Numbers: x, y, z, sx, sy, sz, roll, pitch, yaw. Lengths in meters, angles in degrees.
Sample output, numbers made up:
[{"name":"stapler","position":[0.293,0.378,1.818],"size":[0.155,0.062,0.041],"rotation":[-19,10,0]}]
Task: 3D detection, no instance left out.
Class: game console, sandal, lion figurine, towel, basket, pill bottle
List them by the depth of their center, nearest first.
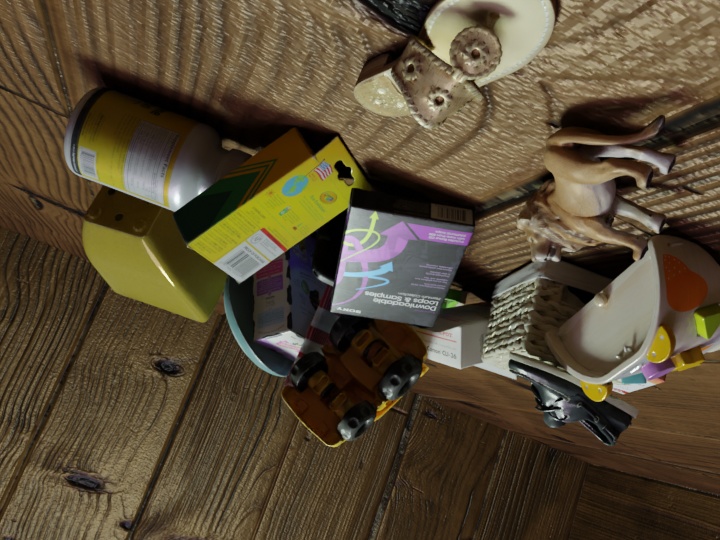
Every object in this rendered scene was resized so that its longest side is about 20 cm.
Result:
[{"name":"sandal","position":[0.053,-0.129,0.476],"size":[0.078,0.070,0.212],"rotation":[26,165,-24]},{"name":"lion figurine","position":[0.185,-0.071,0.550],"size":[0.122,0.073,0.200],"rotation":[28,158,29]},{"name":"pill bottle","position":[-0.236,-0.135,0.796],"size":[0.200,0.112,0.112],"rotation":[20,167,0]},{"name":"basket","position":[0.252,0.077,0.883],"size":[0.135,0.124,0.200],"rotation":[20,166,-2]},{"name":"game console","position":[0.000,0.000,0.989],"size":[0.200,0.176,0.116],"rotation":[26,138,-23]},{"name":"towel","position":[-0.037,0.103,1.040],"size":[0.023,0.200,0.144],"rotation":[19,172,36]}]

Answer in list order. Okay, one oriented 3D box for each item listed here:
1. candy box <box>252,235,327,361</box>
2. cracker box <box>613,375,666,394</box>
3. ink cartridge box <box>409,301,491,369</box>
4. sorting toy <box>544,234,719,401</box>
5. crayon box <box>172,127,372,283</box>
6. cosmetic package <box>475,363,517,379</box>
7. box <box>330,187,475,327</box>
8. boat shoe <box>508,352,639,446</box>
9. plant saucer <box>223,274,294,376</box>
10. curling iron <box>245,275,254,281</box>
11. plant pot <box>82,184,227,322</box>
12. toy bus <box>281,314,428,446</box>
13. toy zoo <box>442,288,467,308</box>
[{"name":"candy box","position":[-0.102,0.040,1.086],"size":[0.071,0.200,0.168],"rotation":[-17,151,21]},{"name":"cracker box","position":[0.398,0.144,1.079],"size":[0.134,0.058,0.200],"rotation":[19,167,10]},{"name":"ink cartridge box","position":[0.159,0.099,1.027],"size":[0.200,0.068,0.116],"rotation":[-7,-171,-33]},{"name":"sorting toy","position":[0.332,0.062,0.701],"size":[0.180,0.107,0.200],"rotation":[-1,148,-20]},{"name":"crayon box","position":[-0.095,-0.078,0.762],"size":[0.051,0.200,0.127],"rotation":[58,-176,27]},{"name":"cosmetic package","position":[0.207,0.130,1.248],"size":[0.200,0.085,0.108],"rotation":[16,167,15]},{"name":"box","position":[0.044,-0.008,0.812],"size":[0.143,0.036,0.200],"rotation":[9,141,-3]},{"name":"boat shoe","position":[0.243,0.157,0.785],"size":[0.199,0.066,0.074],"rotation":[27,179,-30]},{"name":"plant saucer","position":[-0.160,0.082,1.072],"size":[0.027,0.200,0.200],"rotation":[-27,148,16]},{"name":"curling iron","position":[-0.167,-0.017,1.122],"size":[0.050,0.026,0.200],"rotation":[36,-158,-5]},{"name":"plant pot","position":[-0.316,-0.066,1.052],"size":[0.194,0.196,0.200],"rotation":[16,157,18]},{"name":"toy bus","position":[0.004,0.168,1.000],"size":[0.136,0.200,0.192],"rotation":[42,171,23]},{"name":"toy zoo","position":[0.074,0.039,1.151],"size":[0.200,0.021,0.131],"rotation":[11,167,1]}]
